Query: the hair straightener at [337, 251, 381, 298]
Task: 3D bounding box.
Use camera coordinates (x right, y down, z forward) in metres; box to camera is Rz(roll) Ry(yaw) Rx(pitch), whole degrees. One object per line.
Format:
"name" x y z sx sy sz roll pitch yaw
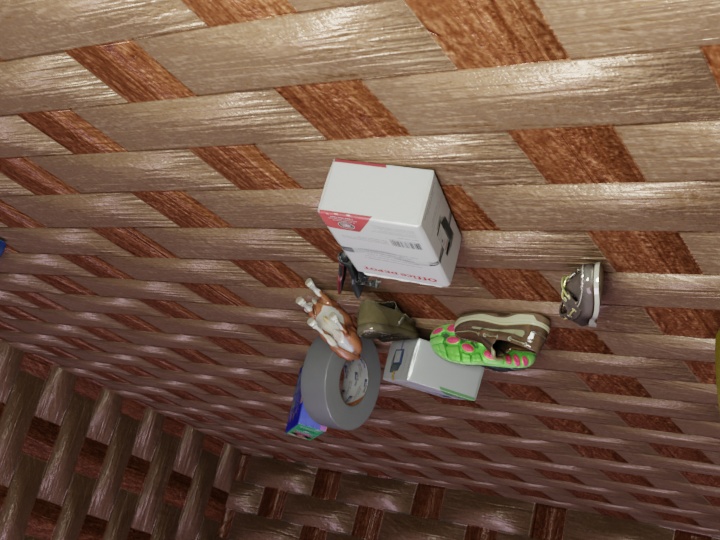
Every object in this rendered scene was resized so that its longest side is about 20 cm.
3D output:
"hair straightener" 0.000 0.000 1.660 0.076 0.041 0.200 14 157 4

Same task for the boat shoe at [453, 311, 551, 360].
"boat shoe" 0.234 0.116 1.727 0.074 0.076 0.201 28 158 -33

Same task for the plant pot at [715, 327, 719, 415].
"plant pot" 0.604 0.167 1.411 0.197 0.179 0.200 10 160 15

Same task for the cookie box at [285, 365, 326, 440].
"cookie box" -0.117 0.311 2.424 0.074 0.173 0.200 15 162 -8

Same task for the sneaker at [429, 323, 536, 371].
"sneaker" 0.222 0.153 1.843 0.197 0.078 0.084 13 158 12

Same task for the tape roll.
"tape roll" -0.038 0.223 2.060 0.065 0.203 0.200 2 158 35

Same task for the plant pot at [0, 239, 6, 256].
"plant pot" -0.903 -0.021 2.097 0.198 0.182 0.200 2 157 35

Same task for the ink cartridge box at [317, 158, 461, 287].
"ink cartridge box" 0.045 -0.062 1.357 0.145 0.084 0.200 9 160 20

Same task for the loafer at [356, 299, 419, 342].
"loafer" 0.053 0.092 1.825 0.075 0.069 0.200 -7 170 21

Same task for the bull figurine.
"bull figurine" -0.060 0.088 1.820 0.121 0.065 0.200 46 179 -39

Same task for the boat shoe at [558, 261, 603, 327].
"boat shoe" 0.316 0.035 1.438 0.059 0.073 0.200 8 166 13

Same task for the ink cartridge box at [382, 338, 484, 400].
"ink cartridge box" 0.141 0.195 1.967 0.144 0.089 0.200 18 173 -11
